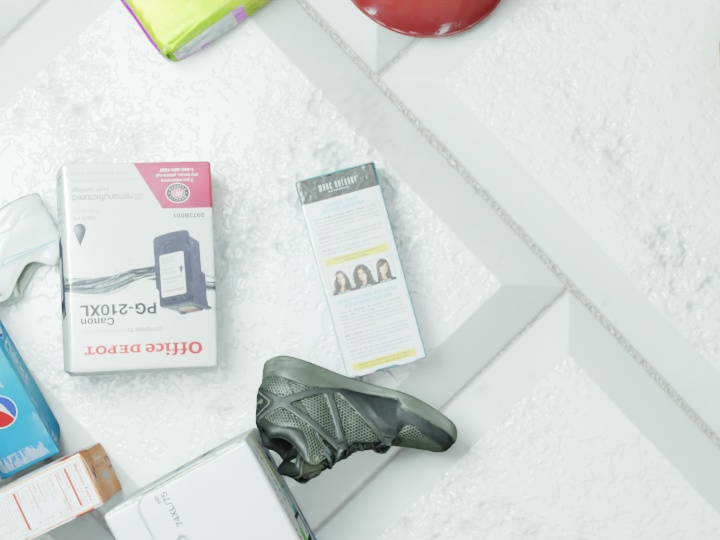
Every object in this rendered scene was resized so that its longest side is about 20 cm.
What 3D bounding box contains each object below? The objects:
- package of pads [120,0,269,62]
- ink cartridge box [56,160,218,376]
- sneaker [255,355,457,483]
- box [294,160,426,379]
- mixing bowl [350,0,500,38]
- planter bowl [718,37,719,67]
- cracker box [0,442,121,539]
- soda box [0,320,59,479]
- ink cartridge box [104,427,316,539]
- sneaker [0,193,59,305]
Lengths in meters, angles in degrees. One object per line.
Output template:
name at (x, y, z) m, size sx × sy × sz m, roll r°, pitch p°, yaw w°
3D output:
package of pads at (-0.151, -0.317, 1.624) m, size 0.200 × 0.068 × 0.155 m, roll -36°, pitch 88°, yaw -1°
ink cartridge box at (-0.216, -0.001, 1.590) m, size 0.144 × 0.084 × 0.201 m, roll -2°, pitch 88°, yaw -14°
sneaker at (-0.009, 0.163, 1.584) m, size 0.199 × 0.076 × 0.115 m, roll 18°, pitch 65°, yaw -9°
box at (0.000, 0.000, 1.623) m, size 0.082 × 0.049 × 0.201 m, roll -15°, pitch 88°, yaw -1°
mixing bowl at (0.075, -0.333, 1.584) m, size 0.199 × 0.108 × 0.201 m, roll 1°, pitch 85°, yaw -16°
planter bowl at (0.443, -0.206, 1.618) m, size 0.200 × 0.083 × 0.201 m, roll 0°, pitch 88°, yaw 0°
cracker box at (-0.335, 0.234, 1.568) m, size 0.200 × 0.134 × 0.058 m, roll -25°, pitch 89°, yaw -2°
soda box at (-0.360, 0.094, 1.574) m, size 0.064 × 0.068 × 0.200 m, roll -25°, pitch 110°, yaw -1°
ink cartridge box at (-0.131, 0.247, 1.537) m, size 0.146 × 0.200 × 0.147 m, roll -28°, pitch 89°, yaw -2°
sneaker at (-0.379, 0.009, 1.609) m, size 0.200 × 0.070 × 0.080 m, roll -34°, pitch 91°, yaw -2°
